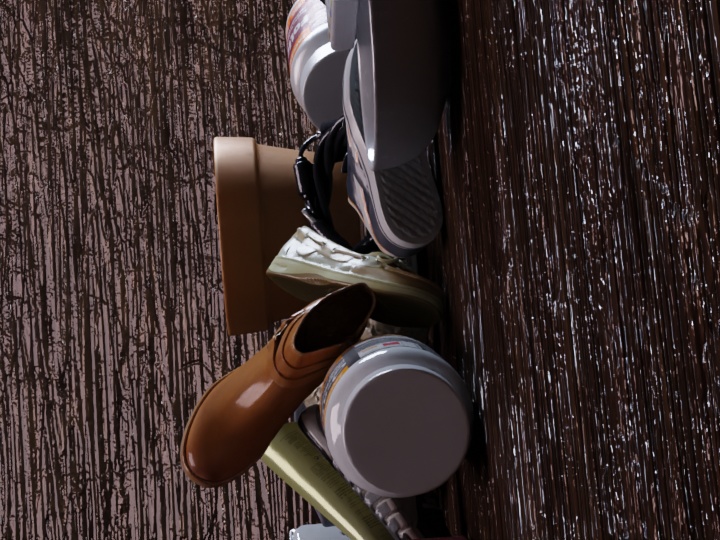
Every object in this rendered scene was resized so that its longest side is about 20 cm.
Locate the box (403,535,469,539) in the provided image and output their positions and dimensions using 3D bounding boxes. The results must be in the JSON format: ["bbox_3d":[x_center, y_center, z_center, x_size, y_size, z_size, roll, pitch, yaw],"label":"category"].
[{"bbox_3d":[-0.005,0.268,1.530,0.095,0.199,0.100,153,113,-85],"label":"box"}]

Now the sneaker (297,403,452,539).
[{"bbox_3d":[0.046,0.160,1.656,0.200,0.115,0.075,47,174,21],"label":"sneaker"}]

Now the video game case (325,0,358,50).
[{"bbox_3d":[-0.020,-0.292,1.511,0.200,0.023,0.183,95,170,-75],"label":"video game case"}]

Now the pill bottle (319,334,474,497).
[{"bbox_3d":[0.028,0.113,1.505,0.200,0.116,0.117,-144,50,-87],"label":"pill bottle"}]

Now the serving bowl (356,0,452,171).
[{"bbox_3d":[0.033,-0.177,1.490,0.200,0.065,0.201,176,90,-86],"label":"serving bowl"}]

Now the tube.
[{"bbox_3d":[-0.012,0.221,1.829,0.200,0.058,0.052,38,158,28],"label":"tube"}]

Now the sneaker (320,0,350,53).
[{"bbox_3d":[-0.002,-0.242,1.733,0.104,0.060,0.200,43,165,5],"label":"sneaker"}]

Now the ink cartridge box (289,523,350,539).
[{"bbox_3d":[0.007,0.357,1.948,0.084,0.145,0.201,-101,7,-65],"label":"ink cartridge box"}]

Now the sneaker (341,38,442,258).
[{"bbox_3d":[0.021,-0.107,1.660,0.079,0.078,0.201,130,136,-68],"label":"sneaker"}]

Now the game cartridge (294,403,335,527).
[{"bbox_3d":[0.001,0.152,1.923,0.042,0.133,0.201,90,174,-63],"label":"game cartridge"}]

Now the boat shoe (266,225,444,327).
[{"bbox_3d":[0.001,0.001,1.711,0.073,0.200,0.063,41,-110,-37],"label":"boat shoe"}]

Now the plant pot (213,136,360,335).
[{"bbox_3d":[-0.072,-0.039,1.952,0.200,0.139,0.201,175,90,-88],"label":"plant pot"}]

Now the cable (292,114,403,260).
[{"bbox_3d":[-0.003,-0.062,1.781,0.200,0.051,0.164,-4,84,57],"label":"cable"}]

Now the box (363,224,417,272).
[{"bbox_3d":[0.027,-0.036,1.919,0.200,0.040,0.138,108,157,-82],"label":"box"}]

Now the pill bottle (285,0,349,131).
[{"bbox_3d":[-0.017,-0.212,1.967,0.200,0.114,0.115,-100,6,-64],"label":"pill bottle"}]

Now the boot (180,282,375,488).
[{"bbox_3d":[-0.070,0.091,1.639,0.200,0.074,0.155,-51,3,-23],"label":"boot"}]

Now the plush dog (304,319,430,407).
[{"bbox_3d":[0.013,0.137,1.802,0.172,0.160,0.200,57,169,19],"label":"plush dog"}]
